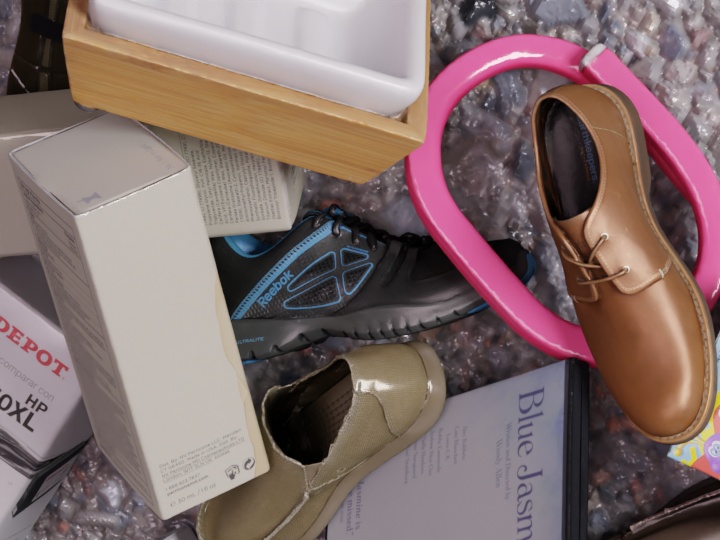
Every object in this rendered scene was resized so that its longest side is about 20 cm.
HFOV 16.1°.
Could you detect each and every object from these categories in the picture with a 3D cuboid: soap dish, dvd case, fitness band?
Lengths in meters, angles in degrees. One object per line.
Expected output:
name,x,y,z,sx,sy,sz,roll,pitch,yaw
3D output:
soap dish,-0.062,-0.134,1.388,0.200,0.157,0.081,16,131,-12
dvd case,0.050,0.139,1.416,0.200,0.018,0.143,-21,57,44
fitness band,0.115,-0.040,1.403,0.144,0.037,0.200,-40,84,-8

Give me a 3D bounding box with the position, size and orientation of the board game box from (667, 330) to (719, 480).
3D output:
board game box,0.282,0.085,1.365,0.200,0.105,0.103,24,105,12

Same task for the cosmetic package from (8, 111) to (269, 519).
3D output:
cosmetic package,-0.121,0.024,1.408,0.073,0.104,0.200,-23,123,-19

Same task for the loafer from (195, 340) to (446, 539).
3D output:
loafer,-0.036,0.101,1.467,0.200,0.067,0.076,-45,46,28

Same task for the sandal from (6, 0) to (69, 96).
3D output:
sandal,-0.156,-0.158,1.497,0.082,0.055,0.200,23,120,18

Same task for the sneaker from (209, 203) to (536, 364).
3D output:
sneaker,0.000,0.000,1.459,0.200,0.073,0.082,-11,91,17

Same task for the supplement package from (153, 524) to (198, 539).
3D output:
supplement package,-0.146,0.283,1.484,0.147,0.200,0.191,-31,88,20

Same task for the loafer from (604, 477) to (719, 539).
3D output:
loafer,0.166,0.176,1.435,0.200,0.071,0.073,-30,89,20

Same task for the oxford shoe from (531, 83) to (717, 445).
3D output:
oxford shoe,0.129,-0.002,1.338,0.071,0.071,0.200,-24,79,28

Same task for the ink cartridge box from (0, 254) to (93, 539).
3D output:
ink cartridge box,-0.243,0.082,1.543,0.145,0.084,0.200,36,107,9

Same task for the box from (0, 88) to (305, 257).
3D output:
box,-0.137,-0.061,1.469,0.200,0.068,0.082,-4,116,9
